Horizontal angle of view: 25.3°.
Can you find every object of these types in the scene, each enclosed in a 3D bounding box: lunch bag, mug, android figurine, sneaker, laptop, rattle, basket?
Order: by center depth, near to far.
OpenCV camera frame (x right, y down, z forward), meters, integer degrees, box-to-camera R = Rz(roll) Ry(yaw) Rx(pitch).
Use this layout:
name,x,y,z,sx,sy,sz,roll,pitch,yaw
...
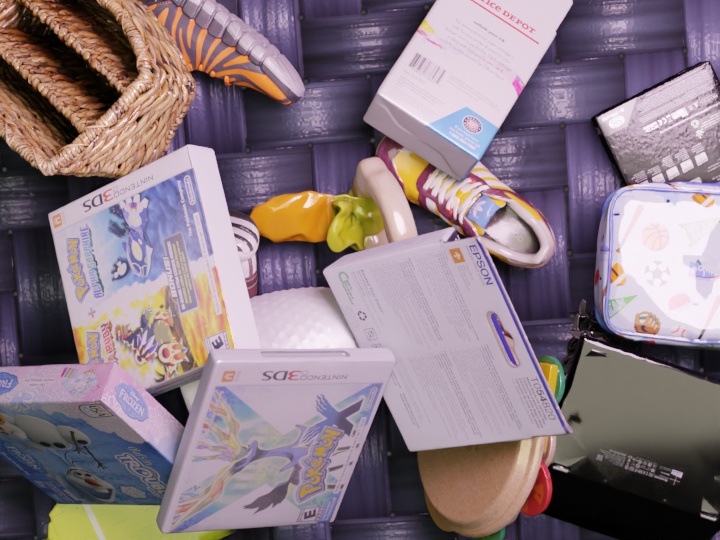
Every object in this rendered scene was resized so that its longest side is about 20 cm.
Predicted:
name,x,y,z,sx,sy,sz,roll,pitch,yaw
basket,-0.269,-0.192,1.481,0.200,0.149,0.143,44,113,26
lunch bag,0.320,-0.008,1.494,0.198,0.076,0.162,4,87,2
rattle,0.000,0.000,1.502,0.142,0.130,0.201,-6,63,-29
laptop,0.265,0.175,1.540,0.186,0.116,0.202,17,98,1
sneaker,0.103,-0.072,1.544,0.199,0.090,0.075,31,96,0
mug,-0.066,0.112,1.555,0.174,0.148,0.201,-20,125,5
sneaker,-0.154,-0.201,1.562,0.200,0.078,0.112,39,100,10
sneaker,-0.186,-0.013,1.579,0.199,0.076,0.116,18,137,26
android figurine,-0.231,0.263,1.618,0.199,0.041,0.183,-27,93,5

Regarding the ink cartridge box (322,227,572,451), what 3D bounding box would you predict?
name,x,y,z,sx,sy,sz,roll,pitch,yaw
ink cartridge box,0.083,0.062,1.427,0.199,0.041,0.201,-11,109,45

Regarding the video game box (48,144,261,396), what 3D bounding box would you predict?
name,x,y,z,sx,sy,sz,roll,pitch,yaw
video game box,-0.193,0.010,1.477,0.181,0.047,0.202,-23,74,31

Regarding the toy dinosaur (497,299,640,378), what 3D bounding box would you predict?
name,x,y,z,sx,sy,sz,roll,pitch,yaw
toy dinosaur,0.206,0.110,1.558,0.199,0.102,0.136,28,114,-20

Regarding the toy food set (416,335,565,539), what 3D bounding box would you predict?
name,x,y,z,sx,sy,sz,roll,pitch,yaw
toy food set,0.120,0.161,1.527,0.048,0.197,0.202,11,88,-31

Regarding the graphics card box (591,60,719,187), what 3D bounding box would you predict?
name,x,y,z,sx,sy,sz,roll,pitch,yaw
graphics card box,0.321,-0.086,1.550,0.125,0.051,0.201,-27,95,6

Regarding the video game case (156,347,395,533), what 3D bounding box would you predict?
name,x,y,z,sx,sy,sz,roll,pitch,yaw
video game case,-0.077,0.154,1.451,0.181,0.022,0.201,1,125,-30

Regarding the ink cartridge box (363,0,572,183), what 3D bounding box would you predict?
name,x,y,z,sx,sy,sz,roll,pitch,yaw
ink cartridge box,0.104,-0.200,1.523,0.115,0.068,0.201,33,69,0

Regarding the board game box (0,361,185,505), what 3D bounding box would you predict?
name,x,y,z,sx,sy,sz,roll,pitch,yaw
board game box,-0.254,0.155,1.478,0.197,0.200,0.044,-5,53,30
